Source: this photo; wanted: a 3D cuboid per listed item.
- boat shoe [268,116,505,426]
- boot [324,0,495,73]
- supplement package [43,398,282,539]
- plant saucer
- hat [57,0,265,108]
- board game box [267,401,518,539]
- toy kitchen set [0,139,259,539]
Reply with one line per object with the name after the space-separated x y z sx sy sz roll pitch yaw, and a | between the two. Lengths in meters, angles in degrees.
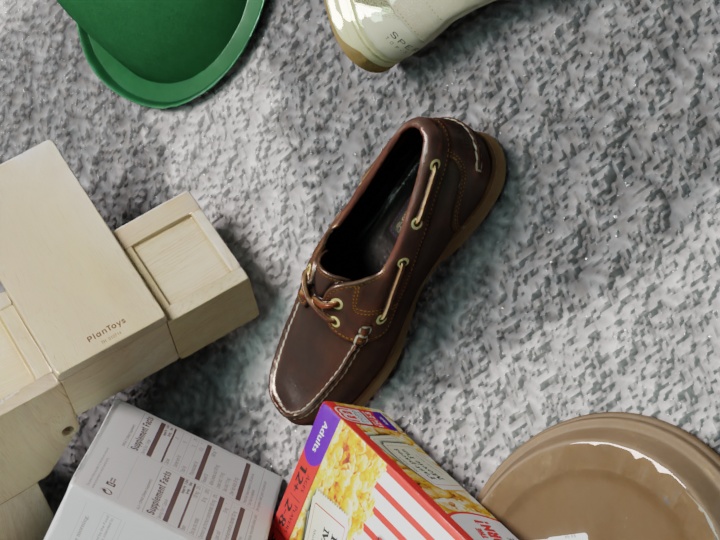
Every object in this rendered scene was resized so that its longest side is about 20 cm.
0.000 0.000 1.082 0.070 0.070 0.201 42 111 33 | boat shoe
0.039 -0.228 1.082 0.154 0.072 0.202 -21 76 35 | boot
-0.138 0.200 1.090 0.110 0.156 0.201 26 103 -4 | supplement package
0.120 0.172 0.987 0.199 0.029 0.203 -7 80 39 | plant saucer
-0.179 -0.202 1.183 0.200 0.175 0.167 36 106 36 | hat
0.017 0.182 1.024 0.200 0.046 0.153 38 111 50 | board game box
-0.178 0.046 1.218 0.199 0.181 0.164 -29 55 -12 | toy kitchen set
